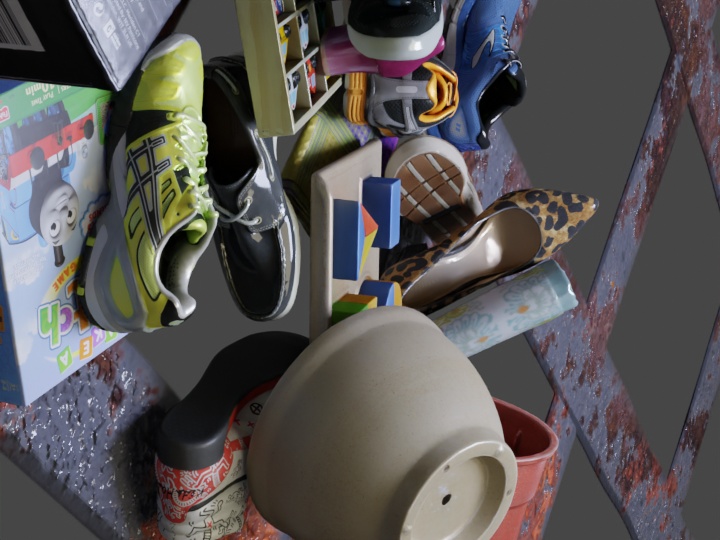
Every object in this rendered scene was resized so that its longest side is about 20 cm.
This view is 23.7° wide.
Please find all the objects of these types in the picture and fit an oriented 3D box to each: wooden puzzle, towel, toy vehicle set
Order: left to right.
[{"bbox_3d":[-0.051,-0.181,1.265,0.200,0.026,0.125,-60,142,-70],"label":"toy vehicle set"},{"bbox_3d":[-0.010,-0.116,1.455,0.144,0.023,0.201,51,52,-54],"label":"towel"},{"bbox_3d":[0.000,0.000,1.377,0.200,0.046,0.187,-47,140,-72],"label":"wooden puzzle"},{"bbox_3d":[0.107,0.048,1.524,0.048,0.170,0.200,62,3,3],"label":"towel"}]

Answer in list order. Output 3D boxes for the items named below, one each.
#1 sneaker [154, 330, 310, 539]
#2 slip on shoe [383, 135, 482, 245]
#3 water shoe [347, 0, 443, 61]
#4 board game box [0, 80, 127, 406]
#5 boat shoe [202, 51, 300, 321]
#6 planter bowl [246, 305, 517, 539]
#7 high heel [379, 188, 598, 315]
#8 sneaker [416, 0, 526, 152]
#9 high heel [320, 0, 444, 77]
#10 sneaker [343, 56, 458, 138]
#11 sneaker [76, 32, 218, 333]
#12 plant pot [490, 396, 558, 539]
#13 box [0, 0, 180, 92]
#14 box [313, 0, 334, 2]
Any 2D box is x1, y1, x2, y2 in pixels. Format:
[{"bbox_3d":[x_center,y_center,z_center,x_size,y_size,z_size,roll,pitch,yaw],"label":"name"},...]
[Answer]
[{"bbox_3d":[-0.097,0.130,1.323,0.201,0.067,0.109,-43,143,-55],"label":"sneaker"},{"bbox_3d":[0.065,-0.083,1.544,0.200,0.075,0.061,42,28,-63],"label":"slip on shoe"},{"bbox_3d":[0.028,-0.229,1.263,0.201,0.071,0.079,-81,170,-51],"label":"water shoe"},{"bbox_3d":[-0.197,-0.036,1.111,0.151,0.036,0.202,-39,132,-53],"label":"board game box"},{"bbox_3d":[-0.091,-0.057,1.263,0.068,0.071,0.202,-34,119,-65],"label":"boat shoe"},{"bbox_3d":[0.032,0.147,1.287,0.199,0.134,0.202,-25,132,-30],"label":"planter bowl"},{"bbox_3d":[0.113,-0.010,1.497,0.143,0.198,0.072,-62,130,-68],"label":"high heel"},{"bbox_3d":[0.123,-0.192,1.612,0.079,0.088,0.201,52,52,-55],"label":"sneaker"},{"bbox_3d":[0.028,-0.212,1.357,0.200,0.095,0.068,-73,154,-60],"label":"high heel"},{"bbox_3d":[0.050,-0.148,1.445,0.200,0.076,0.079,-24,116,-69],"label":"sneaker"},{"bbox_3d":[-0.124,-0.056,1.125,0.075,0.076,0.202,17,81,-62],"label":"sneaker"},{"bbox_3d":[0.059,0.222,1.521,0.200,0.199,0.197,-12,116,-60],"label":"plant pot"},{"bbox_3d":[-0.169,-0.213,0.992,0.201,0.147,0.105,-61,146,-32],"label":"box"},{"bbox_3d":[-0.031,-0.323,1.283,0.145,0.036,0.201,-79,159,-56],"label":"box"}]
